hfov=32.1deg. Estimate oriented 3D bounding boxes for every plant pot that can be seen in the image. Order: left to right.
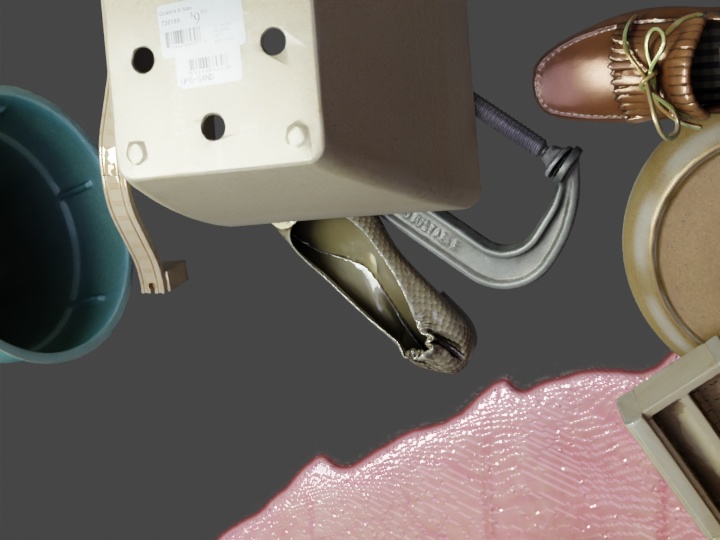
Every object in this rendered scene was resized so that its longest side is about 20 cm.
[{"bbox_3d":[-0.306,-0.010,0.926,0.195,0.200,0.201,-17,100,33],"label":"plant pot"},{"bbox_3d":[-0.052,-0.127,0.768,0.198,0.177,0.202,-3,95,23],"label":"plant pot"},{"bbox_3d":[0.264,-0.012,0.791,0.198,0.027,0.202,6,107,19],"label":"plant pot"}]

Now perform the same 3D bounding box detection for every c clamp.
[{"bbox_3d":[0.069,-0.089,0.840,0.200,0.027,0.171,40,115,6],"label":"c clamp"}]

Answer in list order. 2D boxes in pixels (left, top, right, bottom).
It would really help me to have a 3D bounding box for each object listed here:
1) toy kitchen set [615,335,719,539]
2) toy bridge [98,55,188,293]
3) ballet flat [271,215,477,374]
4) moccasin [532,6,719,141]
[{"bbox_3d":[0.213,0.186,0.743,0.163,0.200,0.181,-35,103,12],"label":"toy kitchen set"},{"bbox_3d":[-0.163,-0.079,0.908,0.027,0.067,0.202,1,107,20],"label":"toy bridge"},{"bbox_3d":[0.000,0.000,0.879,0.200,0.046,0.067,45,131,2],"label":"ballet flat"},{"bbox_3d":[0.200,-0.119,0.751,0.200,0.078,0.074,4,107,23],"label":"moccasin"}]
